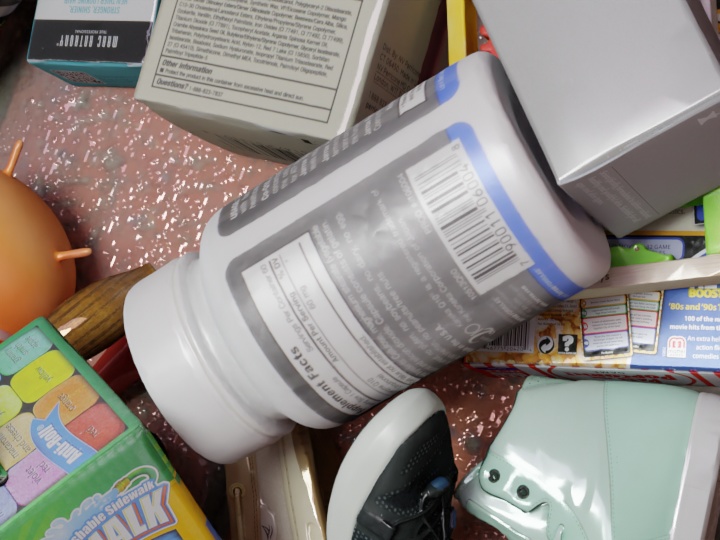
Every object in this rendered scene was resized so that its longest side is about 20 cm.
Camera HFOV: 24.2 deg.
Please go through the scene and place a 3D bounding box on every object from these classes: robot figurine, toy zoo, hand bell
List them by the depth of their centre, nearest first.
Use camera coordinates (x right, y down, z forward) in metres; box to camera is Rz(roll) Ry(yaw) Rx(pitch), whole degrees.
[{"bbox_3d":[0.106,-0.087,0.796,0.130,0.020,0.201,-7,76,23],"label":"toy zoo"},{"bbox_3d":[-0.183,0.060,0.846,0.200,0.104,0.104,-34,66,-11],"label":"hand bell"},{"bbox_3d":[-0.238,0.022,0.924,0.200,0.117,0.144,-39,28,12],"label":"robot figurine"}]

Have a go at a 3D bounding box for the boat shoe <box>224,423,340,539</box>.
[{"bbox_3d":[-0.055,0.074,0.855,0.069,0.074,0.201,-16,74,14],"label":"boat shoe"}]

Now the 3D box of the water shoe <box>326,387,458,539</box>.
[{"bbox_3d":[0.030,0.144,0.771,0.079,0.071,0.201,26,128,27],"label":"water shoe"}]

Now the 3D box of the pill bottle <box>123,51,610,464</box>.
[{"bbox_3d":[0.000,0.000,0.751,0.199,0.114,0.114,-30,69,17],"label":"pill bottle"}]

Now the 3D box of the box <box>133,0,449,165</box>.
[{"bbox_3d":[-0.014,-0.156,0.866,0.127,0.109,0.201,14,85,26],"label":"box"}]

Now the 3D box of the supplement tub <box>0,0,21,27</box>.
[{"bbox_3d":[-0.267,-0.158,0.952,0.200,0.122,0.123,-45,65,21],"label":"supplement tub"}]

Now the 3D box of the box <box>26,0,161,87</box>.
[{"bbox_3d":[-0.127,-0.206,0.958,0.082,0.049,0.201,5,81,25],"label":"box"}]

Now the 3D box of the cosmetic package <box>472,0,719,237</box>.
[{"bbox_3d":[0.096,-0.125,0.738,0.090,0.107,0.201,-26,68,16],"label":"cosmetic package"}]

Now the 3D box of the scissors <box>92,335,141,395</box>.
[{"bbox_3d":[-0.149,0.066,0.931,0.200,0.014,0.073,-39,41,27],"label":"scissors"}]

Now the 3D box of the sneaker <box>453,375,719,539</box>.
[{"bbox_3d":[0.095,0.146,0.773,0.118,0.074,0.202,10,73,18],"label":"sneaker"}]

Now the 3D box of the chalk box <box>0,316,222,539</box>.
[{"bbox_3d":[-0.146,0.114,0.762,0.124,0.201,0.125,-36,38,-13],"label":"chalk box"}]

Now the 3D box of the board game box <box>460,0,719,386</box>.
[{"bbox_3d":[0.132,-0.047,0.813,0.151,0.046,0.201,1,80,24],"label":"board game box"}]

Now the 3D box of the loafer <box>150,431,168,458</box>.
[{"bbox_3d":[-0.196,0.139,0.893,0.200,0.072,0.073,-40,45,13],"label":"loafer"}]
